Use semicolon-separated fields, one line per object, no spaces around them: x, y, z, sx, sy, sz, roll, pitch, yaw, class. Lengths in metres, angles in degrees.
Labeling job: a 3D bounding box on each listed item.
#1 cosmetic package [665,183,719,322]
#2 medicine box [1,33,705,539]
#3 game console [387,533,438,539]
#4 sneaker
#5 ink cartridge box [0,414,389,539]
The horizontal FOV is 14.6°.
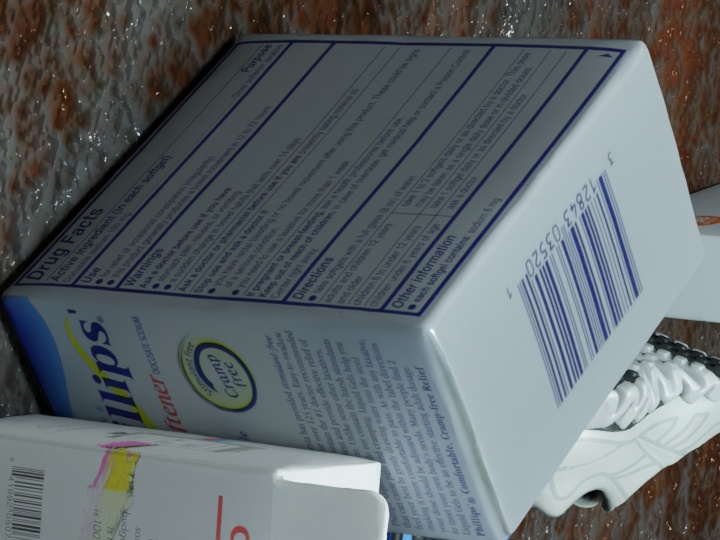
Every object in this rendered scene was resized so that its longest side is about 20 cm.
0.241;-0.013;1.494;0.200;0.150;0.052;-19;109;-55;cosmetic package
0.000;0.000;1.080;0.182;0.199;0.103;-51;132;-40;medicine box
0.049;0.199;1.219;0.170;0.118;0.201;22;61;-23;game console
0.134;0.077;1.428;0.200;0.075;0.082;-4;111;-54;sneaker
-0.061;0.120;1.003;0.067;0.199;0.117;-1;96;-56;ink cartridge box
